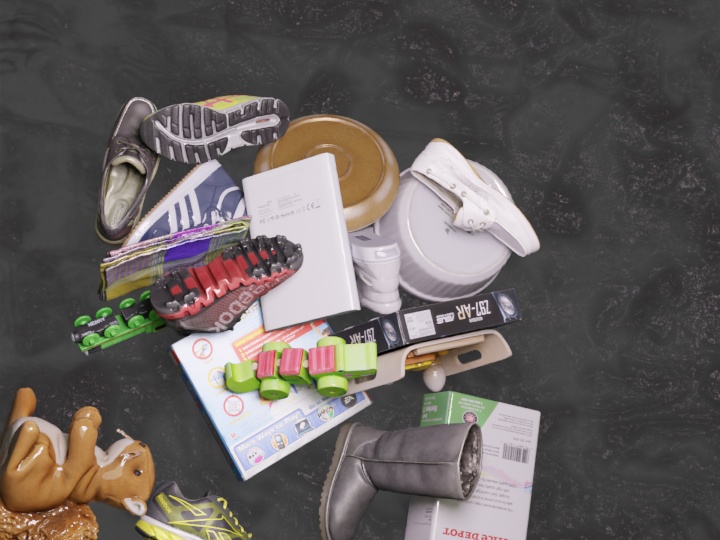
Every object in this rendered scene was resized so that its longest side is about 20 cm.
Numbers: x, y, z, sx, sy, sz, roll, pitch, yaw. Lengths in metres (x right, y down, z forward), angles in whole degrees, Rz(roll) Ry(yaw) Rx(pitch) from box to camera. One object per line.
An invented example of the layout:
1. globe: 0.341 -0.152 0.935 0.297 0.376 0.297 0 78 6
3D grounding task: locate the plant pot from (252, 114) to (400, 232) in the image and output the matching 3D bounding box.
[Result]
1. plant pot: -0.044 -0.137 1.702 0.198 0.028 0.202 3 56 -4

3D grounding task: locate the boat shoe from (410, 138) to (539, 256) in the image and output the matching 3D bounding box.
1. boat shoe: 0.146 -0.081 1.671 0.200 0.071 0.069 43 73 5

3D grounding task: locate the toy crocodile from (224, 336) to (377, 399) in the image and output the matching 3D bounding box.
1. toy crocodile: -0.073 0.118 1.580 0.198 0.062 0.068 -6 65 20

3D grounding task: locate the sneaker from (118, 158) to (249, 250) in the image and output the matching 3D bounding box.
1. sneaker: -0.220 -0.050 1.651 0.108 0.070 0.200 44 62 -4

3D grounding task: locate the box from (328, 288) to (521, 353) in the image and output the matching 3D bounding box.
1. box: 0.083 0.073 1.646 0.199 0.160 0.044 -9 82 -37

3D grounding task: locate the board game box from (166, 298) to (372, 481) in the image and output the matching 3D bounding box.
1. board game box: -0.119 0.138 1.660 0.199 0.056 0.197 -29 88 -18

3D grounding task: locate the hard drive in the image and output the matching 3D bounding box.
1. hard drive: -0.077 -0.034 1.622 0.131 0.027 0.202 -14 79 25

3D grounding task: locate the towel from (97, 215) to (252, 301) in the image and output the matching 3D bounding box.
1. towel: -0.237 -0.012 1.610 0.198 0.144 0.023 -16 73 -20

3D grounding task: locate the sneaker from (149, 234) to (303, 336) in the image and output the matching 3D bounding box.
1. sneaker: -0.161 0.024 1.593 0.199 0.098 0.071 -23 50 -10

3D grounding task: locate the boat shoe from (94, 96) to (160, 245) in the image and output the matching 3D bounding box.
1. boat shoe: -0.298 -0.134 1.654 0.071 0.066 0.203 14 77 -12

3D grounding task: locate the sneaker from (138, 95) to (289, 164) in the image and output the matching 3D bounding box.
1. sneaker: -0.198 -0.190 1.683 0.198 0.090 0.079 -8 109 -24

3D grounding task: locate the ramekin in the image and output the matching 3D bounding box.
1. ramekin: 0.123 -0.061 1.743 0.200 0.094 0.205 3 80 -15

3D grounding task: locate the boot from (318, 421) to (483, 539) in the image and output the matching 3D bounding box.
1. boot: 0.052 0.274 1.615 0.198 0.072 0.184 3 77 30

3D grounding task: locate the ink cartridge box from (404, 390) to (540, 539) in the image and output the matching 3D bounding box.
1. ink cartridge box: 0.148 0.273 1.685 0.144 0.084 0.202 14 76 -23

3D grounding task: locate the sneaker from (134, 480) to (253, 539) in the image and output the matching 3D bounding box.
1. sneaker: -0.178 0.324 1.600 0.198 0.074 0.085 22 75 -11

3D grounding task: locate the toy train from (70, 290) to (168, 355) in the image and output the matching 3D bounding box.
1. toy train: -0.274 0.057 1.630 0.199 0.057 0.042 -22 59 -20

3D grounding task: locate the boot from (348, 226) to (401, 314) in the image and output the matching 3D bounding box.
1. boot: 0.000 0.000 1.661 0.073 0.200 0.097 -8 103 -15

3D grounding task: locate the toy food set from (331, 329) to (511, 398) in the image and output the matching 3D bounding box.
1. toy food set: 0.077 0.129 1.636 0.199 0.143 0.061 -9 81 -41

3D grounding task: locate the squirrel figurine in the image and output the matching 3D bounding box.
1. squirrel figurine: -0.351 0.266 1.551 0.185 0.141 0.202 20 89 -22
